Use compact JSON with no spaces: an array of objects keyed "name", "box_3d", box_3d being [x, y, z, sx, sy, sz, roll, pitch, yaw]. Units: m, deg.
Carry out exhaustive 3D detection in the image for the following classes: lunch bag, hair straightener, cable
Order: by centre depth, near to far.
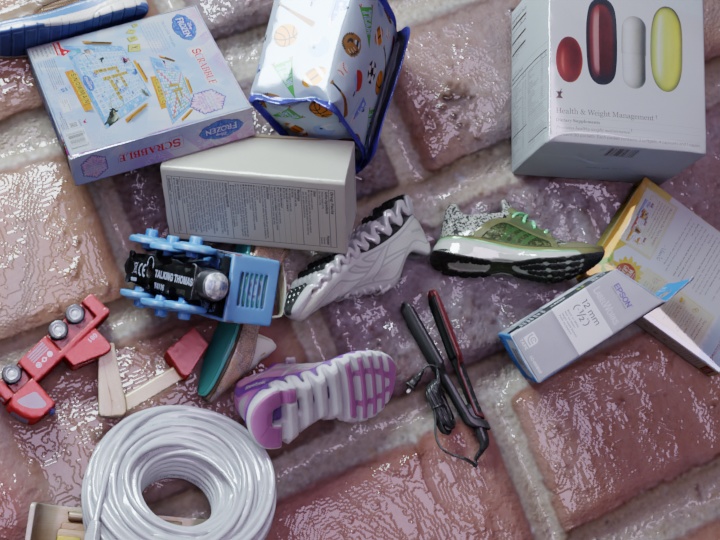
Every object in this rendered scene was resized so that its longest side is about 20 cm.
[{"name":"cable","box_3d":[-0.186,0.234,1.507,0.197,0.070,0.202,4,50,-13]},{"name":"lunch bag","box_3d":[-0.022,-0.214,1.607,0.122,0.200,0.172,10,74,20]},{"name":"hair straightener","box_3d":[0.085,0.127,1.641,0.076,0.041,0.202,-20,87,-14]}]

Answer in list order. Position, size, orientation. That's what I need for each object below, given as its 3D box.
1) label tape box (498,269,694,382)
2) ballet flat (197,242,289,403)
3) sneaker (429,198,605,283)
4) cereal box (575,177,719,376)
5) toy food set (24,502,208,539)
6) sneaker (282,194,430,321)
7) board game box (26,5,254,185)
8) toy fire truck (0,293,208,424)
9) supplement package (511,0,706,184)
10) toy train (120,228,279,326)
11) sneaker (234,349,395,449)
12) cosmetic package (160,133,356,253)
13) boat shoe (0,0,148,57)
[{"name":"label tape box","box_3d":[0.253,0.043,1.609,0.199,0.143,0.066,-34,88,-1]},{"name":"ballet flat","box_3d":[-0.118,0.053,1.598,0.067,0.068,0.202,22,75,-26]},{"name":"sneaker","box_3d":[0.178,-0.041,1.663,0.197,0.077,0.090,4,69,-1]},{"name":"cereal box","box_3d":[0.369,0.008,1.717,0.199,0.040,0.145,36,75,-3]},{"name":"toy food set","box_3d":[-0.250,0.319,1.516,0.197,0.060,0.145,8,77,-10]},{"name":"sneaker","box_3d":[0.000,0.000,1.624,0.200,0.075,0.081,-39,103,-25]},{"name":"board game box","box_3d":[-0.238,-0.192,1.582,0.197,0.041,0.201,-17,48,-14]},{"name":"toy fire truck","box_3d":[-0.274,0.105,1.562,0.141,0.049,0.200,45,74,-1]},{"name":"supplement package","box_3d":[0.281,-0.218,1.691,0.189,0.147,0.203,3,79,-11]},{"name":"toy train","box_3d":[-0.171,0.009,1.534,0.113,0.199,0.088,10,89,-33]},{"name":"sneaker","box_3d":[-0.054,0.125,1.589,0.198,0.088,0.082,-14,111,-33]},{"name":"cosmetic package","box_3d":[-0.106,-0.086,1.573,0.197,0.104,0.074,5,44,6]},{"name":"boat shoe","box_3d":[-0.338,-0.291,1.626,0.198,0.072,0.073,-17,77,-24]}]
